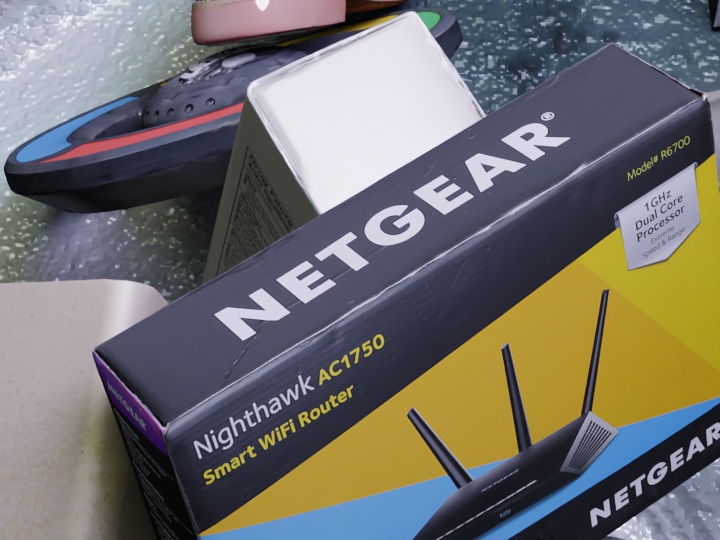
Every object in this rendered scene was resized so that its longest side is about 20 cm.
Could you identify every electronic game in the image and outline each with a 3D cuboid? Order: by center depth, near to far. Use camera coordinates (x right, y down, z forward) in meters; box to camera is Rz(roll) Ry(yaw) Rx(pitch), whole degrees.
[{"bbox_3d":[-0.053,-0.071,0.902,0.199,0.042,0.200,-17,12,4],"label":"electronic game"}]

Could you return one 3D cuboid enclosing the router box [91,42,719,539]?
[{"bbox_3d":[0.027,0.041,0.680,0.199,0.150,0.051,-32,42,-19],"label":"router box"}]

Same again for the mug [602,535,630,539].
[{"bbox_3d":[0.051,0.166,0.746,0.152,0.150,0.187,17,49,20],"label":"mug"}]

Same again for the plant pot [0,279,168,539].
[{"bbox_3d":[-0.142,0.124,0.732,0.198,0.200,0.178,-2,69,14],"label":"plant pot"}]

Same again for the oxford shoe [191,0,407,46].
[{"bbox_3d":[-0.019,-0.147,0.949,0.070,0.074,0.200,-7,10,19],"label":"oxford shoe"}]

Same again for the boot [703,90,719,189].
[{"bbox_3d":[0.163,0.023,0.886,0.181,0.073,0.200,-28,66,-35],"label":"boot"}]

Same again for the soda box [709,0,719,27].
[{"bbox_3d":[0.195,-0.215,1.053,0.063,0.071,0.201,-1,55,0],"label":"soda box"}]

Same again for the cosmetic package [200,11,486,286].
[{"bbox_3d":[0.000,0.000,0.811,0.071,0.200,0.106,-27,77,-18],"label":"cosmetic package"}]
